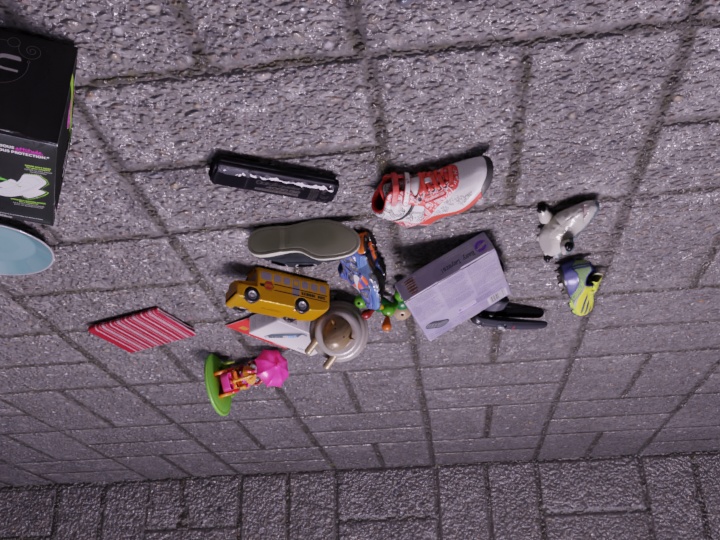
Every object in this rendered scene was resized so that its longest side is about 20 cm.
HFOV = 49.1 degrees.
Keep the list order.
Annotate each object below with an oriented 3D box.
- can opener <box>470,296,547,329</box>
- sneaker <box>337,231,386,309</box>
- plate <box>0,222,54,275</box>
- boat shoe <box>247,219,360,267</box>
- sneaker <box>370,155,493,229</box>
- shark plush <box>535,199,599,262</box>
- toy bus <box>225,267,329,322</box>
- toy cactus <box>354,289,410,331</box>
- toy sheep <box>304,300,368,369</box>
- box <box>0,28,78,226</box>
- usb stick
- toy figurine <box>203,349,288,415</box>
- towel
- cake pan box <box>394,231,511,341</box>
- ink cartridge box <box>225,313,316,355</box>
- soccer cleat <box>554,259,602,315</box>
[{"bbox_3d":[0.317,0.099,1.674,0.198,0.064,0.079,13,150,-27],"label":"can opener"},{"bbox_3d":[0.000,0.000,1.449,0.077,0.076,0.201,2,141,18],"label":"sneaker"},{"bbox_3d":[-0.637,-0.044,1.374,0.197,0.026,0.201,-1,155,-1],"label":"plate"},{"bbox_3d":[-0.092,-0.038,1.359,0.196,0.075,0.066,-6,156,10],"label":"boat shoe"},{"bbox_3d":[0.101,-0.124,1.200,0.107,0.068,0.201,14,153,-34],"label":"sneaker"},{"bbox_3d":[0.358,-0.054,1.366,0.083,0.091,0.201,-30,151,-10],"label":"shark plush"},{"bbox_3d":[-0.159,0.048,1.526,0.198,0.079,0.065,14,152,-29],"label":"toy bus"},{"bbox_3d":[0.090,0.077,1.602,0.197,0.104,0.165,-10,164,-1],"label":"toy cactus"},{"bbox_3d":[-0.046,0.127,1.630,0.136,0.140,0.200,-2,-173,1],"label":"toy sheep"},{"bbox_3d":[-0.427,-0.174,0.975,0.123,0.150,0.200,10,152,-19],"label":"box"},{"bbox_3d":[-0.131,-0.138,1.199,0.197,0.033,0.056,8,146,-19],"label":"usb stick"},{"bbox_3d":[-0.259,0.254,1.917,0.182,0.152,0.200,-16,174,8],"label":"toy figurine"},{"bbox_3d":[-0.484,0.132,1.748,0.198,0.023,0.145,-15,149,22],"label":"towel"},{"bbox_3d":[0.179,0.032,1.462,0.199,0.053,0.184,-31,148,5],"label":"cake pan box"},{"bbox_3d":[-0.176,0.146,1.768,0.175,0.045,0.199,-22,147,34],"label":"ink cartridge box"},{"bbox_3d":[0.443,0.036,1.553,0.083,0.065,0.200,-19,150,19],"label":"soccer cleat"}]
